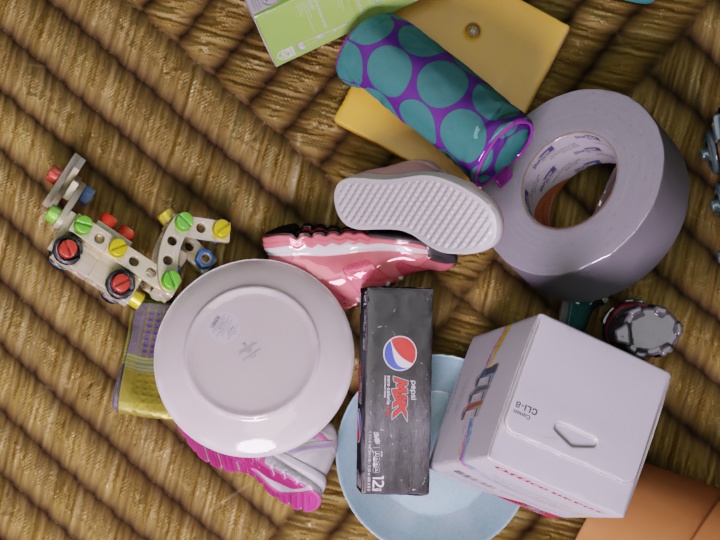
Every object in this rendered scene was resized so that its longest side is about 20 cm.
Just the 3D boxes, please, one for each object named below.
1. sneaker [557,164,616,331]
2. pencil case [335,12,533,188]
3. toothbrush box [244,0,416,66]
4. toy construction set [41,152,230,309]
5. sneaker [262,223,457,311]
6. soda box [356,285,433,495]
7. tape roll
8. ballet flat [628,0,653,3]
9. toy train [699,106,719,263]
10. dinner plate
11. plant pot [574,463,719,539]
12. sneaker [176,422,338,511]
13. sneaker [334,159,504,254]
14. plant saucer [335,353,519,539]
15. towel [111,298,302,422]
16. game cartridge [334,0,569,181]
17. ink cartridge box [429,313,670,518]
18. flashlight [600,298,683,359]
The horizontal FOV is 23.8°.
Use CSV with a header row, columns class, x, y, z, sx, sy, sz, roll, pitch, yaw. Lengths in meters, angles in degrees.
class,x,y,z,sx,sy,sz,roll,pitch,yaw
sneaker,0.262,-0.021,1.713,0.079,0.071,0.202,23,87,7
pencil case,0.072,-0.168,1.671,0.085,0.093,0.200,-39,66,-24
toothbrush box,-0.030,-0.319,1.704,0.198,0.086,0.147,-24,58,0
toy construction set,-0.241,-0.038,1.715,0.199,0.092,0.132,29,72,4
sneaker,0.000,0.000,1.732,0.198,0.074,0.088,2,102,5
soda box,0.033,0.117,1.673,0.070,0.063,0.203,2,89,-7
tape roll,0.217,-0.074,1.666,0.199,0.066,0.202,-17,56,27
ballet flat,0.217,-0.334,1.738,0.198,0.069,0.072,16,68,3
toy train,0.393,-0.074,1.689,0.084,0.114,0.202,-9,87,1
dinner plate,-0.105,0.081,1.663,0.198,0.024,0.202,-1,70,3
plant pot,0.288,0.277,1.647,0.139,0.200,0.201,31,88,19
sneaker,-0.106,0.159,1.717,0.199,0.082,0.088,29,61,14
sneaker,0.079,-0.069,1.677,0.199,0.104,0.076,11,109,40
plant saucer,0.074,0.186,1.726,0.199,0.039,0.204,0,86,2
towel,-0.144,0.092,1.705,0.198,0.023,0.145,6,50,5
game cartridge,0.093,-0.201,1.750,0.175,0.032,0.201,28,91,3
ink cartridge box,0.175,0.142,1.605,0.144,0.200,0.146,24,78,-10
flashlight,0.273,0.059,1.644,0.068,0.200,0.068,36,88,2
